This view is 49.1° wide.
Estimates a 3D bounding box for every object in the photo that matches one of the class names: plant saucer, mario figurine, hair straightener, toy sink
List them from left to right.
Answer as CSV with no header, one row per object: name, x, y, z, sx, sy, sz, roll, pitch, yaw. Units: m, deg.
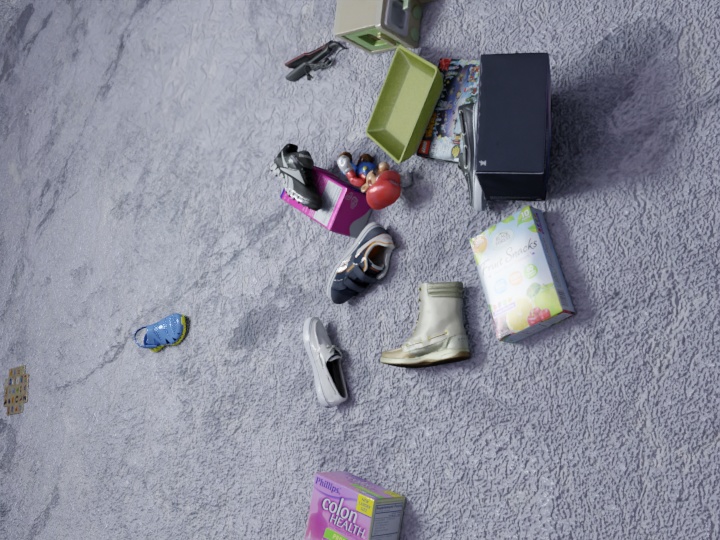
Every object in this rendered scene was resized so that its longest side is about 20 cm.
hair straightener,-0.108,-0.495,1.908,0.197,0.041,0.079,-12,74,38
mario figurine,0.029,-0.210,1.654,0.122,0.107,0.200,-32,37,-9
toy sink,0.057,-0.543,1.686,0.197,0.129,0.115,3,84,43
plant saucer,0.097,-0.341,1.630,0.203,0.047,0.200,-67,30,19

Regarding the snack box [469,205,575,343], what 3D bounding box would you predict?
snack box,0.285,0.009,1.409,0.141,0.052,0.204,-30,62,36

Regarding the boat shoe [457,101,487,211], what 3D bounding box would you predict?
boat shoe,0.213,-0.215,1.489,0.055,0.068,0.205,2,96,23

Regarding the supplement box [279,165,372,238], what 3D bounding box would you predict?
supplement box,-0.074,-0.160,1.760,0.199,0.100,0.105,35,105,41

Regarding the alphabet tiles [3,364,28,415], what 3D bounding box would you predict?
alphabet tiles,-1.257,0.437,2.875,0.197,0.006,0.171,-15,72,42

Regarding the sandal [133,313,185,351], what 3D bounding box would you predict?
sandal,-0.558,0.174,2.184,0.198,0.086,0.081,-30,61,35

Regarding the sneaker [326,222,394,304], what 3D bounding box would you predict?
sneaker,0.000,0.000,1.673,0.202,0.077,0.080,-58,43,17

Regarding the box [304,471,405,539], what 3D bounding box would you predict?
box,-0.018,0.528,1.578,0.174,0.096,0.205,9,88,45

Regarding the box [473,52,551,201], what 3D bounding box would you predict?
box,0.266,-0.239,1.356,0.120,0.198,0.205,2,83,15

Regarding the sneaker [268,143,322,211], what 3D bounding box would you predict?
sneaker,-0.130,-0.210,1.709,0.091,0.066,0.201,-57,47,20

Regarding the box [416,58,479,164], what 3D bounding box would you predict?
box,0.193,-0.316,1.570,0.135,0.039,0.205,17,94,46

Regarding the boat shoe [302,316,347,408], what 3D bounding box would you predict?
boat shoe,-0.072,0.193,1.715,0.065,0.071,0.204,-25,66,33

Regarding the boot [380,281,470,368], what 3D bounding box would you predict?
boot,0.121,0.107,1.539,0.197,0.071,0.159,-13,74,37
